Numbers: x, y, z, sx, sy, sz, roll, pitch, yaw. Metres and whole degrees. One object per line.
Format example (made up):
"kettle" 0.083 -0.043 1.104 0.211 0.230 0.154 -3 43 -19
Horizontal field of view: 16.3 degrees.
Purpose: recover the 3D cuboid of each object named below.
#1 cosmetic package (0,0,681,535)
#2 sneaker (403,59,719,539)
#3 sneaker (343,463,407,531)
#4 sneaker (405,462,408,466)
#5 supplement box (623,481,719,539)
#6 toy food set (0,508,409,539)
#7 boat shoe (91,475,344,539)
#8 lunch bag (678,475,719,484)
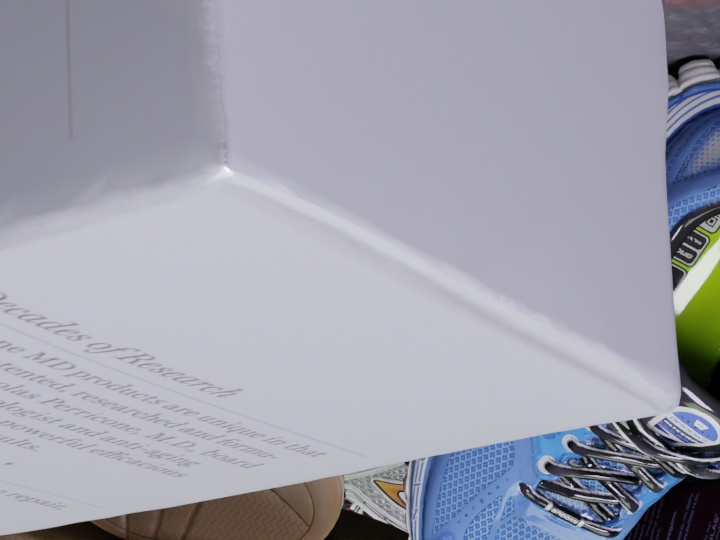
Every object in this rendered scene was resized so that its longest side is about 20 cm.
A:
"cosmetic package" -0.060 -0.050 0.521 0.200 0.168 0.166 -14 157 31
"sneaker" 0.078 0.036 0.757 0.078 0.089 0.200 20 111 -20
"sneaker" 0.006 0.101 1.109 0.078 0.082 0.200 -19 154 41
"sneaker" 0.073 0.043 0.966 0.200 0.089 0.074 13 147 38
"supplement box" 0.142 0.109 0.790 0.109 0.061 0.200 19 168 -16
"toy food set" -0.051 0.118 0.921 0.199 0.049 0.198 12 -173 29
"boat shoe" -0.097 0.041 0.877 0.199 0.072 0.065 17 -154 6
"lunch bag" 0.225 0.048 0.826 0.199 0.118 0.164 15 168 -13
